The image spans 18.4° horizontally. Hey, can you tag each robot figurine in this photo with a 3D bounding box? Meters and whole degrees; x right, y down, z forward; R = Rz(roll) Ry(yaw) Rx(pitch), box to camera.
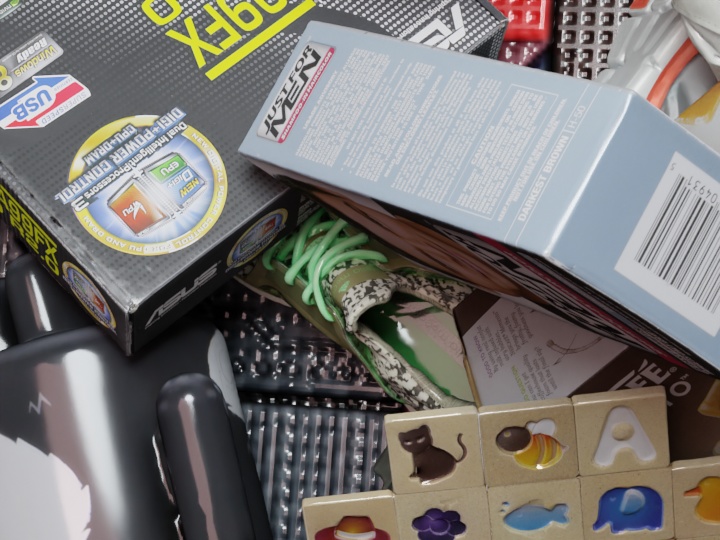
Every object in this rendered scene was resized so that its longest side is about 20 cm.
[{"bbox_3d":[-0.103,0.092,0.905,0.124,0.150,0.201,-14,81,1],"label":"robot figurine"}]

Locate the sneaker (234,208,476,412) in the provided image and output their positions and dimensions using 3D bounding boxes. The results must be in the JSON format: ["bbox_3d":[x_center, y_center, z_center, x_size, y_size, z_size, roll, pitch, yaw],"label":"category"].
[{"bbox_3d":[0.000,0.000,0.896,0.200,0.089,0.077,36,93,8],"label":"sneaker"}]

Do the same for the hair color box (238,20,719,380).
[{"bbox_3d":[0.052,-0.027,0.766,0.200,0.099,0.061,23,82,57],"label":"hair color box"}]

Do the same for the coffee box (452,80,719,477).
[{"bbox_3d":[0.145,0.003,0.814,0.200,0.114,0.080,-41,40,24],"label":"coffee box"}]

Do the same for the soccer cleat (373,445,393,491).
[{"bbox_3d":[0.013,0.164,0.898,0.086,0.070,0.200,26,103,-11],"label":"soccer cleat"}]

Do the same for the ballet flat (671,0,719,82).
[{"bbox_3d":[0.176,-0.080,0.833,0.199,0.069,0.070,17,90,-24],"label":"ballet flat"}]

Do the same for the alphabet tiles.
[{"bbox_3d":[0.068,0.129,0.832,0.166,0.006,0.201,-6,124,3],"label":"alphabet tiles"}]

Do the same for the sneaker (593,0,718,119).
[{"bbox_3d":[0.142,-0.070,0.892,0.082,0.077,0.200,39,89,-17],"label":"sneaker"}]

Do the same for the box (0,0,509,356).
[{"bbox_3d":[-0.067,-0.087,0.883,0.200,0.044,0.160,-38,72,-21],"label":"box"}]
